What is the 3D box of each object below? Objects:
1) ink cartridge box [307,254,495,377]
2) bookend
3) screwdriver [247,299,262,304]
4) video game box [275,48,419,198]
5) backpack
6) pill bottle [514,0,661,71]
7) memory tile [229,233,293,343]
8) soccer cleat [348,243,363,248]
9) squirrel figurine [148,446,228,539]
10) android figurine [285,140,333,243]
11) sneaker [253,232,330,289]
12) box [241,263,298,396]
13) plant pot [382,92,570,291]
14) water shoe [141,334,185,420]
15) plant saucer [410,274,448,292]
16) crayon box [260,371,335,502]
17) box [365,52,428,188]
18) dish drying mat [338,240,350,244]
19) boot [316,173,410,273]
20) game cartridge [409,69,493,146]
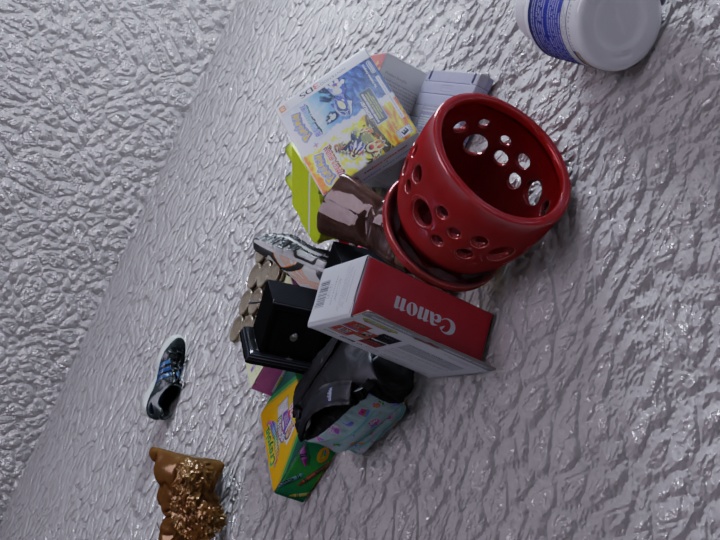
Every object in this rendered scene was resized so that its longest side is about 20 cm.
[{"bbox_3d":[0.061,0.061,1.363,0.175,0.198,0.085,-15,54,62],"label":"ink cartridge box"},{"bbox_3d":[-0.056,0.047,1.593,0.092,0.195,0.203,-116,43,-63],"label":"bookend"},{"bbox_3d":[-0.152,0.052,1.701,0.200,0.027,0.030,-24,-46,-78],"label":"screwdriver"},{"bbox_3d":[-0.020,-0.232,1.720,0.181,0.047,0.202,-34,60,7],"label":"video game box"},{"bbox_3d":[-0.011,0.173,1.517,0.200,0.125,0.168,-49,28,32],"label":"backpack"},{"bbox_3d":[0.274,-0.321,1.341,0.121,0.118,0.200,-64,24,8],"label":"pill bottle"},{"bbox_3d":[-0.173,0.033,1.891,0.153,0.017,0.203,-9,61,63],"label":"memory tile"},{"bbox_3d":[0.000,0.000,1.712,0.068,0.072,0.203,14,82,66],"label":"soccer cleat"},{"bbox_3d":[-0.321,0.435,1.961,0.199,0.139,0.190,-8,68,66],"label":"squirrel figurine"},{"bbox_3d":[-0.079,-0.130,1.814,0.201,0.040,0.185,-126,30,-46],"label":"android figurine"},{"bbox_3d":[-0.101,-0.004,1.789,0.198,0.073,0.081,23,116,26],"label":"sneaker"},{"bbox_3d":[-0.123,0.097,1.869,0.178,0.095,0.201,-59,25,19],"label":"box"},{"bbox_3d":[0.137,-0.090,1.350,0.183,0.197,0.203,129,153,-49],"label":"plant pot"},{"bbox_3d":[-0.433,0.249,2.475,0.078,0.071,0.203,8,73,38],"label":"water shoe"},{"bbox_3d":[0.116,-0.039,1.547,0.201,0.032,0.203,-49,29,39],"label":"plant saucer"},{"bbox_3d":[-0.100,0.255,1.724,0.120,0.058,0.201,-58,25,21],"label":"crayon box"},{"bbox_3d":[0.023,-0.256,1.850,0.152,0.105,0.203,14,83,67],"label":"box"},{"bbox_3d":[-0.034,-0.092,1.802,0.077,0.018,0.203,137,116,-66],"label":"dish drying mat"},{"bbox_3d":[0.033,-0.112,1.566,0.199,0.064,0.189,28,92,40],"label":"boot"},{"bbox_3d":[0.133,-0.249,1.697,0.132,0.038,0.200,-70,23,5],"label":"game cartridge"}]
